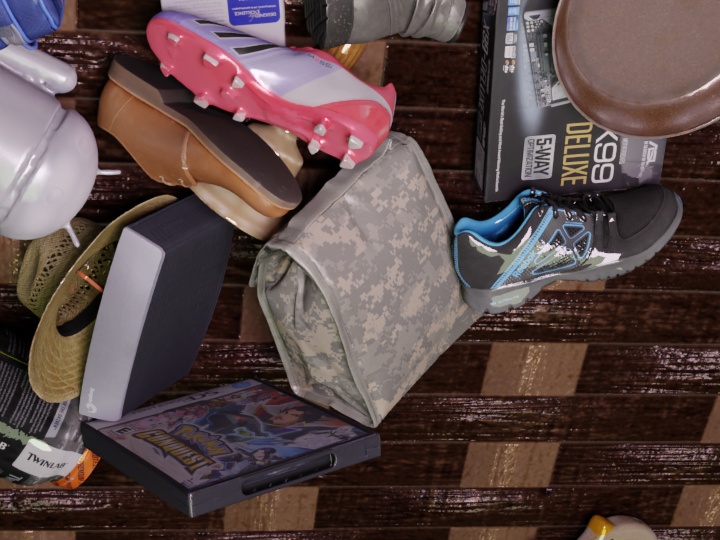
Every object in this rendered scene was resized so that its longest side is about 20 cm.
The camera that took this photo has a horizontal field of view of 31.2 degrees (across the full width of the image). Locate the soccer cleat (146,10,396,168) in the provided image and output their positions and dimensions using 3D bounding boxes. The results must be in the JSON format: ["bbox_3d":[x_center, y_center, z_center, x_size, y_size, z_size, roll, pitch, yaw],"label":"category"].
[{"bbox_3d":[-0.067,-0.151,0.993,0.199,0.077,0.067,27,148,-1],"label":"soccer cleat"}]

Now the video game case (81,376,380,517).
[{"bbox_3d":[-0.113,0.143,1.096,0.180,0.200,0.026,-12,107,-34],"label":"video game case"}]

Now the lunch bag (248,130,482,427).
[{"bbox_3d":[0.000,0.000,1.083,0.164,0.117,0.201,-44,134,-30],"label":"lunch bag"}]

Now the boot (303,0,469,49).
[{"bbox_3d":[0.024,-0.266,0.976,0.130,0.068,0.201,-11,121,-20],"label":"boot"}]

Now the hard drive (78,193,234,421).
[{"bbox_3d":[-0.172,0.033,1.108,0.042,0.135,0.201,32,124,18],"label":"hard drive"}]

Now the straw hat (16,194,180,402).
[{"bbox_3d":[-0.239,0.005,1.094,0.085,0.201,0.202,32,123,16],"label":"straw hat"}]

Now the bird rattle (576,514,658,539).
[{"bbox_3d":[0.275,0.350,1.429,0.199,0.113,0.164,22,103,-26],"label":"bird rattle"}]

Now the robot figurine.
[{"bbox_3d":[-0.287,-0.099,0.992,0.200,0.113,0.170,32,84,-15],"label":"robot figurine"}]

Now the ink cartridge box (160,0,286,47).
[{"bbox_3d":[-0.108,-0.248,0.974,0.094,0.037,0.201,-6,124,-5],"label":"ink cartridge box"}]

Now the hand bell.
[{"bbox_3d":[-0.049,-0.131,1.052,0.104,0.104,0.200,31,102,-27],"label":"hand bell"}]

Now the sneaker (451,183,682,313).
[{"bbox_3d":[0.172,-0.033,1.072,0.199,0.073,0.082,-22,120,-1],"label":"sneaker"}]

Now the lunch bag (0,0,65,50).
[{"bbox_3d":[-0.276,-0.238,0.890,0.132,0.136,0.201,-18,126,4],"label":"lunch bag"}]

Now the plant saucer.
[{"bbox_3d":[0.239,-0.196,0.992,0.199,0.032,0.201,-5,125,-8],"label":"plant saucer"}]

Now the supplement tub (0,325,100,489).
[{"bbox_3d":[-0.326,0.113,1.142,0.200,0.123,0.123,29,116,-26],"label":"supplement tub"}]

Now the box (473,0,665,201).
[{"bbox_3d":[0.178,-0.159,1.066,0.157,0.050,0.201,-5,126,-7],"label":"box"}]

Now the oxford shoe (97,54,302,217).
[{"bbox_3d":[-0.127,-0.090,1.004,0.071,0.200,0.071,-4,126,-59],"label":"oxford shoe"}]
